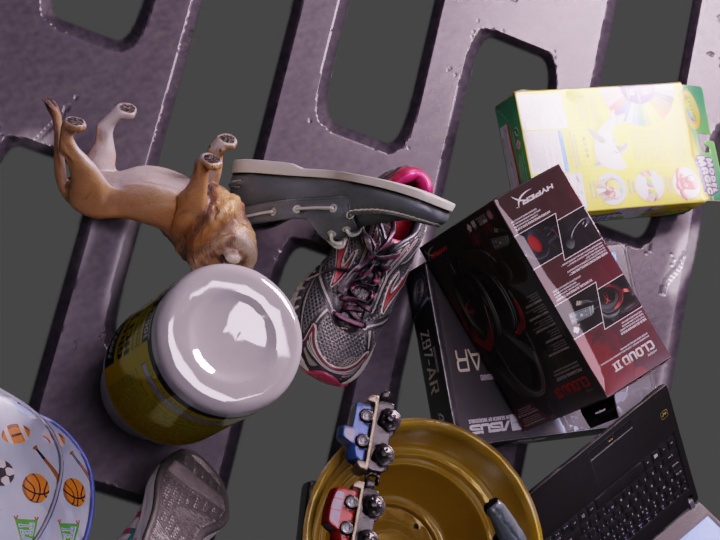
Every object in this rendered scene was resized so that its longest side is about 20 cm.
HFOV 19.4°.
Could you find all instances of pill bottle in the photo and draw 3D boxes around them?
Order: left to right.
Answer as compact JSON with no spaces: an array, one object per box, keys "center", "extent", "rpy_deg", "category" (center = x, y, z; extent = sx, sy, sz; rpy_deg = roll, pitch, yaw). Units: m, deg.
[{"center":[-0.129,0.070,1.592],"extent":[0.112,0.200,0.113],"rpy_deg":[6,73,-22],"category":"pill bottle"}]

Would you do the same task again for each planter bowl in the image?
[{"center":[0.035,0.222,1.652],"extent":[0.200,0.083,0.200],"rpy_deg":[6,73,-21],"category":"planter bowl"}]

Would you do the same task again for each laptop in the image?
[{"center":[0.251,0.232,1.760],"extent":[0.177,0.103,0.200],"rpy_deg":[-35,122,-27],"category":"laptop"}]

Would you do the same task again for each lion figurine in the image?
[{"center":[-0.170,-0.060,1.680],"extent":[0.200,0.123,0.072],"rpy_deg":[21,34,-1],"category":"lion figurine"}]

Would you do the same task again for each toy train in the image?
[{"center":[-0.007,0.184,1.574],"extent":[0.046,0.034,0.200],"rpy_deg":[13,72,-6],"category":"toy train"}]

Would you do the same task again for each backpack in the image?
[{"center":[-0.290,0.165,1.532],"extent":[0.190,0.154,0.200],"rpy_deg":[30,65,-22],"category":"backpack"}]

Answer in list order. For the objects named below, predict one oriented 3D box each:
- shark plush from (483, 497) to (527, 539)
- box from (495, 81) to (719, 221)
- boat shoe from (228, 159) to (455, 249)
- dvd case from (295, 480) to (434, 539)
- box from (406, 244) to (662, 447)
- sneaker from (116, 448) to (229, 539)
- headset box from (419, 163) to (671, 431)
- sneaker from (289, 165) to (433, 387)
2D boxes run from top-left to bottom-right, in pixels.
[{"center":[0.158,0.246,1.595],"extent":[0.091,0.083,0.200],"rpy_deg":[-35,101,-46],"category":"shark plush"},{"center":[0.225,-0.105,1.877],"extent":[0.200,0.048,0.117],"rpy_deg":[-5,78,-22],"category":"box"},{"center":[-0.018,-0.048,1.699],"extent":[0.073,0.200,0.062],"rpy_deg":[17,84,-64],"category":"boat shoe"},{"center":[0.014,0.280,1.695],"extent":[0.150,0.025,0.200],"rpy_deg":[13,71,-20],"category":"dvd case"},{"center":[0.148,0.066,1.799],"extent":[0.200,0.044,0.160],"rpy_deg":[-4,77,-24],"category":"box"},{"center":[-0.170,0.223,1.601],"extent":[0.084,0.121,0.200],"rpy_deg":[47,23,-13],"category":"sneaker"},{"center":[0.152,0.034,1.701],"extent":[0.075,0.149,0.200],"rpy_deg":[-29,89,-26],"category":"headset box"},{"center":[0.000,0.000,1.737],"extent":[0.081,0.075,0.200],"rpy_deg":[26,68,-15],"category":"sneaker"}]
